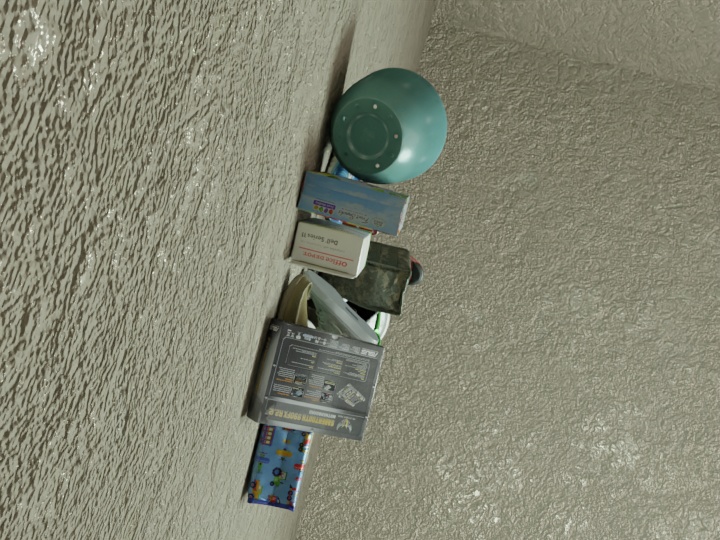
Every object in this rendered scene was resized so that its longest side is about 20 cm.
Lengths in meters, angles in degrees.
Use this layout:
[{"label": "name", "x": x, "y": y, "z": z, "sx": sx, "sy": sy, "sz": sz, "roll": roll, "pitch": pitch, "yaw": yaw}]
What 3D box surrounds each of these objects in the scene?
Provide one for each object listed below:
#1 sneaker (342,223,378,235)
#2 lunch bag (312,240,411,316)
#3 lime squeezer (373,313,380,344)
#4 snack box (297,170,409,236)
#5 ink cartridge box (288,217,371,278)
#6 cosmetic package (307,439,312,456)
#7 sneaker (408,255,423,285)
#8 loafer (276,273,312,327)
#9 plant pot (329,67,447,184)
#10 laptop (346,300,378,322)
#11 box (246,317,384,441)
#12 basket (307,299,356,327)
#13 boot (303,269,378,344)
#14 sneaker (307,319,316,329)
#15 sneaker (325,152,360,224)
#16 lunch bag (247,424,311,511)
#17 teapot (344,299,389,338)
[{"label": "sneaker", "x": -0.009, "y": -0.080, "z": 1.880, "sx": 0.072, "sy": 0.110, "sz": 0.203, "roll": -70, "pitch": 173, "yaw": -56}, {"label": "lunch bag", "x": 0.000, "y": 0.000, "z": 1.667, "sx": 0.164, "sy": 0.196, "sz": 0.120, "roll": -78, "pitch": -179, "yaw": -75}, {"label": "lime squeezer", "x": 0.017, "y": 0.163, "z": 1.790, "sx": 0.202, "sy": 0.037, "sz": 0.070, "roll": -62, "pitch": -158, "yaw": -2}, {"label": "snack box", "x": -0.005, "y": -0.114, "z": 1.350, "sx": 0.200, "sy": 0.166, "sz": 0.069, "roll": -50, "pitch": 156, "yaw": -81}, {"label": "ink cartridge box", "x": -0.048, "y": -0.040, "z": 1.364, "sx": 0.200, "sy": 0.115, "sz": 0.069, "roll": -57, "pitch": 160, "yaw": -82}, {"label": "cosmetic package", "x": -0.134, "y": 0.330, "z": 1.828, "sx": 0.104, "sy": 0.072, "sz": 0.204, "roll": 51, "pitch": 54, "yaw": -86}, {"label": "sneaker", "x": 0.068, "y": -0.023, "z": 1.810, "sx": 0.086, "sy": 0.198, "sz": 0.075, "roll": -8, "pitch": 112, "yaw": -53}, {"label": "loafer", "x": -0.110, "y": 0.107, "z": 1.351, "sx": 0.076, "sy": 0.066, "sz": 0.204, "roll": 88, "pitch": 17, "yaw": -82}, {"label": "plant pot", "x": 0.035, "y": -0.240, "z": 1.399, "sx": 0.161, "sy": 0.197, "sz": 0.204, "roll": -40, "pitch": 146, "yaw": -64}, {"label": "laptop", "x": -0.009, "y": 0.146, "z": 1.806, "sx": 0.199, "sy": 0.104, "sz": 0.177, "roll": -39, "pitch": -161, "yaw": -15}, {"label": "box", "x": -0.068, "y": 0.176, "z": 1.301, "sx": 0.048, "sy": 0.197, "sz": 0.161, "roll": 10, "pitch": -95, "yaw": 60}, {"label": "basket", "x": -0.078, "y": 0.171, "z": 1.666, "sx": 0.180, "sy": 0.134, "sz": 0.204, "roll": -37, "pitch": 138, "yaw": -75}, {"label": "boot", "x": -0.063, "y": 0.098, "z": 1.548, "sx": 0.095, "sy": 0.200, "sz": 0.074, "roll": -41, "pitch": -169, "yaw": 13}, {"label": "sneaker", "x": -0.120, "y": 0.173, "z": 1.446, "sx": 0.081, "sy": 0.069, "sz": 0.203, "roll": -65, "pitch": 170, "yaw": -57}, {"label": "sneaker", "x": -0.018, "y": -0.177, "z": 1.534, "sx": 0.078, "sy": 0.088, "sz": 0.203, "roll": 86, "pitch": 19, "yaw": -79}, {"label": "lunch bag", "x": -0.160, "y": 0.350, "z": 1.550, "sx": 0.200, "sy": 0.092, "sz": 0.153, "roll": 178, "pitch": -74, "yaw": -81}, {"label": "teapot", "x": -0.032, "y": 0.099, "z": 1.977, "sx": 0.145, "sy": 0.199, "sz": 0.200, "roll": 14, "pitch": -48, "yaw": 59}]
